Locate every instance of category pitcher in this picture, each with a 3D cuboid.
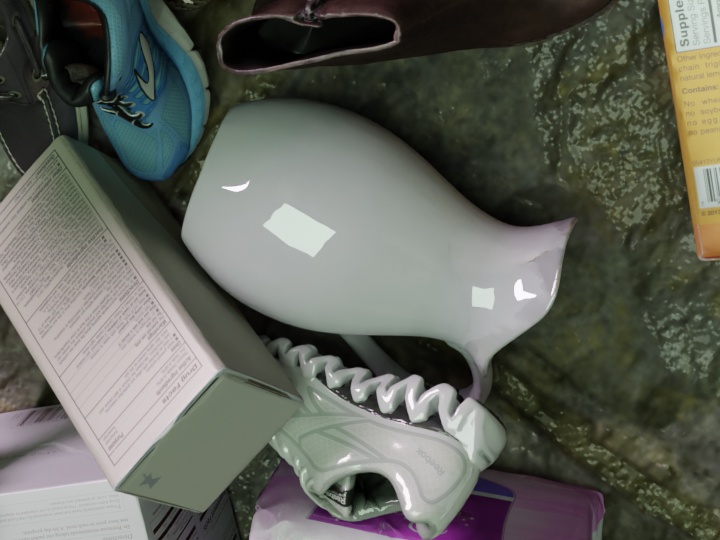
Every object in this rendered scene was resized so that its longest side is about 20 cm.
[{"bbox_3d":[0.000,0.000,1.088,0.199,0.122,0.172,22,133,-1],"label":"pitcher"}]

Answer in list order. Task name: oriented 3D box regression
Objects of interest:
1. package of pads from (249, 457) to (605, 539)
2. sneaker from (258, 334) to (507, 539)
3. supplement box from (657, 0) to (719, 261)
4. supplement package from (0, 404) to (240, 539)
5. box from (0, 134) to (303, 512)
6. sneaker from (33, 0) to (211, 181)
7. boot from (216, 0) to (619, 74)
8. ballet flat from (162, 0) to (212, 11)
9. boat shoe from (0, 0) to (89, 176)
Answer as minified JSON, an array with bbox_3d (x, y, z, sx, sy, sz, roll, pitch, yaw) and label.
[{"bbox_3d":[0.039,0.162,1.122,0.199,0.121,0.076,10,110,8],"label":"package of pads"},{"bbox_3d":[-0.019,0.091,1.082,0.199,0.075,0.081,13,68,36],"label":"sneaker"},{"bbox_3d":[0.198,-0.111,1.027,0.068,0.067,0.201,-5,106,17],"label":"supplement box"},{"bbox_3d":[-0.177,0.196,1.165,0.190,0.147,0.201,-9,106,14],"label":"supplement package"},{"bbox_3d":[-0.128,0.028,1.074,0.095,0.078,0.200,-46,55,13],"label":"box"},{"bbox_3d":[-0.143,-0.115,1.054,0.078,0.090,0.201,11,145,22],"label":"sneaker"},{"bbox_3d":[0.037,-0.133,0.999,0.199,0.166,0.073,-5,107,14],"label":"boot"},{"bbox_3d":[-0.170,-0.193,1.088,0.199,0.046,0.068,22,112,4],"label":"ballet flat"},{"bbox_3d":[-0.207,-0.129,1.085,0.072,0.065,0.201,10,129,27],"label":"boat shoe"}]
